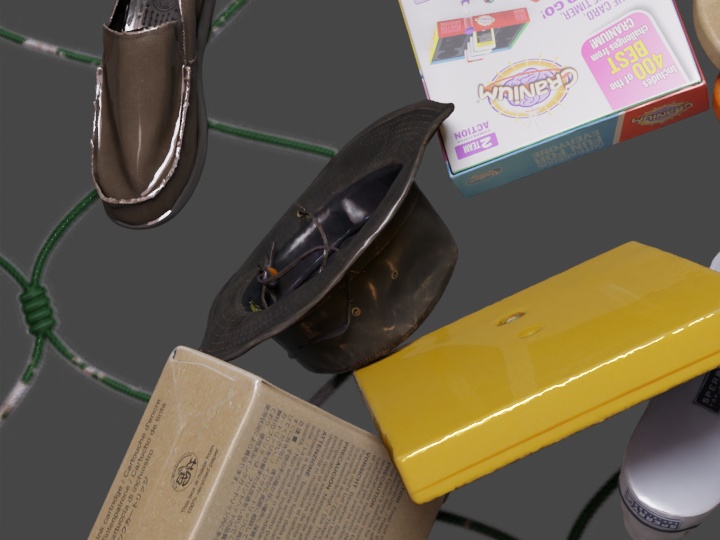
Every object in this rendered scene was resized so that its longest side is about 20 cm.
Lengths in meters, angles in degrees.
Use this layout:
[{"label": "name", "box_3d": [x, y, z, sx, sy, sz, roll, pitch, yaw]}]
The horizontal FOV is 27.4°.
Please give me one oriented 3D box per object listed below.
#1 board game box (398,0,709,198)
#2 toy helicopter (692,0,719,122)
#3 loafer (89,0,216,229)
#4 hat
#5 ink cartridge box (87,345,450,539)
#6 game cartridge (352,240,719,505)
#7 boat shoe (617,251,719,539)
[{"label": "board game box", "box_3d": [0.099, -0.162, 0.865, 0.152, 0.040, 0.201, -19, 70, 12]}, {"label": "toy helicopter", "box_3d": [0.280, -0.150, 0.798, 0.198, 0.079, 0.133, -3, 65, 6]}, {"label": "loafer", "box_3d": [-0.137, -0.125, 0.915, 0.072, 0.071, 0.202, -2, 74, 17]}, {"label": "hat", "box_3d": [0.000, 0.000, 0.816, 0.081, 0.201, 0.201, 43, 91, -14]}, {"label": "ink cartridge box", "box_3d": [-0.060, 0.162, 0.754, 0.075, 0.164, 0.201, 16, 79, 44]}, {"label": "game cartridge", "box_3d": [0.088, 0.043, 0.718, 0.175, 0.200, 0.033, -25, 100, -2]}, {"label": "boat shoe", "box_3d": [0.188, 0.054, 0.760, 0.073, 0.066, 0.200, 34, 65, 18]}]
